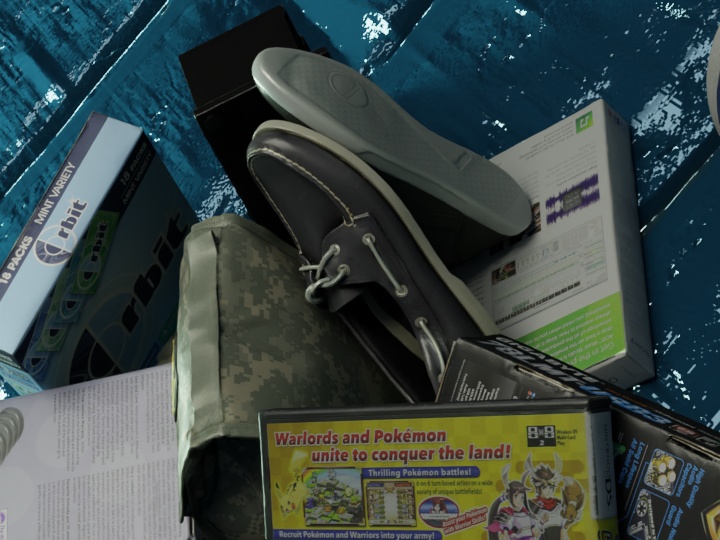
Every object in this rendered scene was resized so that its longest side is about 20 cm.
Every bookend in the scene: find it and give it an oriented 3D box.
[{"bbox_3d":[-0.048,-0.102,1.321,0.092,0.199,0.200,-26,40,3],"label":"bookend"}]

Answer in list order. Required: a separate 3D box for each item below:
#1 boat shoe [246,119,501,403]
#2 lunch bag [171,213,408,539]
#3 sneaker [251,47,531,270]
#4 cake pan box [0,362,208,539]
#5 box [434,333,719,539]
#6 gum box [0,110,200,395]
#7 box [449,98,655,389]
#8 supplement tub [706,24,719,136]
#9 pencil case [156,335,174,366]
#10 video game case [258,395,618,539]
[{"bbox_3d":[0.000,0.000,1.145,0.063,0.200,0.073,-46,6,-33],"label":"boat shoe"},{"bbox_3d":[-0.049,0.081,1.177,0.117,0.200,0.164,-22,47,21],"label":"lunch bag"},{"bbox_3d":[-0.002,-0.052,1.200,0.099,0.200,0.071,-42,30,32],"label":"sneaker"},{"bbox_3d":[-0.177,0.167,1.219,0.184,0.052,0.200,-15,60,16],"label":"cake pan box"},{"bbox_3d":[0.107,0.158,0.977,0.198,0.050,0.200,23,103,31],"label":"box"},{"bbox_3d":[-0.170,0.017,1.327,0.045,0.200,0.170,20,70,23],"label":"gum box"},{"bbox_3d":[0.105,0.005,1.221,0.144,0.036,0.200,-27,42,31],"label":"box"},{"bbox_3d":[0.280,-0.071,0.999,0.145,0.145,0.200,-47,37,9],"label":"supplement tub"},{"bbox_3d":[-0.112,0.144,1.295,0.078,0.089,0.200,-26,44,40],"label":"pencil case"},{"bbox_3d":[0.038,0.155,0.983,0.200,0.025,0.181,-5,88,36],"label":"video game case"}]
